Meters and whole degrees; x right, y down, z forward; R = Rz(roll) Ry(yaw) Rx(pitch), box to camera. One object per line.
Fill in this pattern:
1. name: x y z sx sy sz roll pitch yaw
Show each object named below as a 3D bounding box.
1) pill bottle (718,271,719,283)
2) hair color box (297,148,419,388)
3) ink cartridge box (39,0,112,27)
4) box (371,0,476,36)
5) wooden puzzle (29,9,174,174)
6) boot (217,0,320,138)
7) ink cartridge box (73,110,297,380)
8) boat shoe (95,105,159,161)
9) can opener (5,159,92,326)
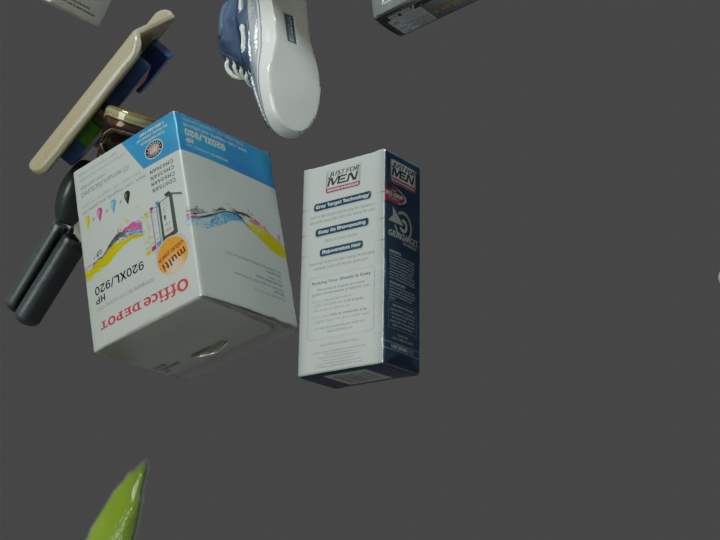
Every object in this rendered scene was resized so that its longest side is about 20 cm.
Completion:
1. pill bottle: 0.350 -0.054 1.035 0.119 0.119 0.201 30 95 41
2. hair color box: 0.000 0.000 1.338 0.100 0.060 0.201 -12 69 35
3. ink cartridge box: -0.331 -0.406 1.721 0.145 0.084 0.201 28 93 41
4. box: 0.096 -0.332 1.377 0.199 0.048 0.159 -21 62 32
5. wooden puzzle: -0.266 -0.188 1.577 0.185 0.046 0.200 -49 11 16
6. boot: -0.097 -0.207 1.487 0.090 0.073 0.201 -29 52 38
7. ink cartridge box: -0.171 -0.019 1.426 0.147 0.144 0.201 -26 61 29
8. boat shoe: -0.238 -0.116 1.505 0.200 0.072 0.072 151 135 -76
9. can opener: -0.340 -0.035 1.618 0.053 0.067 0.200 41 102 40
